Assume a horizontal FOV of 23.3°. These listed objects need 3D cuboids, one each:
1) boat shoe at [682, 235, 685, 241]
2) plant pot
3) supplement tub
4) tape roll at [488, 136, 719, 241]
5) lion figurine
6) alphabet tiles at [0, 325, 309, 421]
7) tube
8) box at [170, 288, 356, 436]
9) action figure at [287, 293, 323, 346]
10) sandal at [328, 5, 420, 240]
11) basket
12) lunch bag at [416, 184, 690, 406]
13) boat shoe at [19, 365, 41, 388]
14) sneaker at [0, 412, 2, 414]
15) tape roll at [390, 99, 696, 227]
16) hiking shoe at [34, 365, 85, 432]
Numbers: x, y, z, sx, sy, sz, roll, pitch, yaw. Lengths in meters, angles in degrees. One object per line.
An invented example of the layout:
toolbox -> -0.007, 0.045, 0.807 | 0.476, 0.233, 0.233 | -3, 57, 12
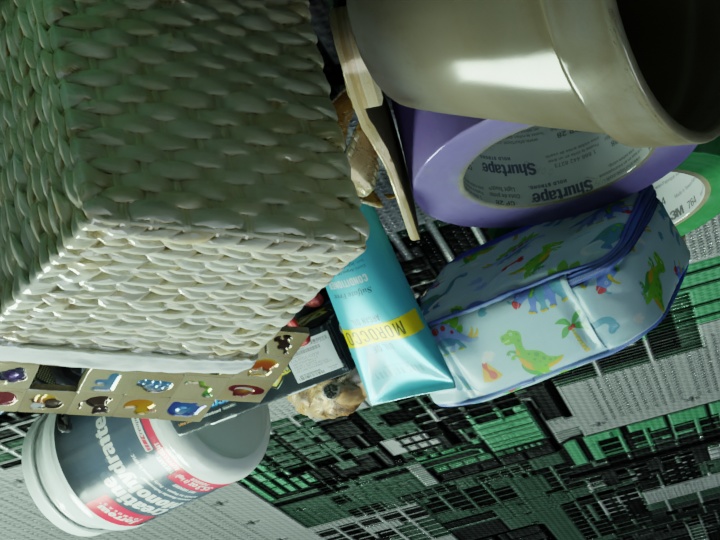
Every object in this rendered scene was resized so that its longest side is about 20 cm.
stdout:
boat shoe -> 0.183, 0.002, 1.493 | 0.200, 0.071, 0.065 | -17, 157, 9
plant pot -> 0.093, -0.158, 0.937 | 0.173, 0.200, 0.200 | -5, 165, 32
supplement tub -> -0.192, 0.149, 1.558 | 0.200, 0.140, 0.140 | -28, 153, 34
tape roll -> 0.195, -0.065, 1.368 | 0.200, 0.048, 0.200 | -10, 158, -4
lion figurine -> 0.020, 0.082, 1.604 | 0.200, 0.073, 0.122 | -19, 165, 6
alphabet tiles -> -0.143, 0.057, 1.158 | 0.200, 0.008, 0.167 | 5, 146, -24
tube -> 0.000, 0.000, 1.231 | 0.077, 0.200, 0.050 | -12, -164, 43
box -> -0.055, 0.060, 1.419 | 0.159, 0.046, 0.200 | -21, -173, 21
action figure -> -0.112, -0.023, 1.256 | 0.099, 0.065, 0.200 | -5, 137, 24
sandal -> -0.013, -0.091, 1.145 | 0.070, 0.078, 0.212 | -12, 144, 4
basket -> -0.130, -0.062, 1.010 | 0.200, 0.198, 0.161 | 5, 148, -35
lunch bag -> 0.135, 0.016, 1.281 | 0.200, 0.082, 0.161 | -23, -166, 32
boat shoe -> -0.298, 0.018, 1.158 | 0.200, 0.063, 0.071 | 23, 167, -22
sneaker -> -0.328, 0.074, 1.408 | 0.072, 0.072, 0.200 | -45, 158, 8
tape roll -> 0.124, -0.109, 1.175 | 0.200, 0.085, 0.200 | -10, 157, -4
hiking shoe -> -0.290, 0.057, 1.245 | 0.200, 0.101, 0.076 | 9, 166, 16
